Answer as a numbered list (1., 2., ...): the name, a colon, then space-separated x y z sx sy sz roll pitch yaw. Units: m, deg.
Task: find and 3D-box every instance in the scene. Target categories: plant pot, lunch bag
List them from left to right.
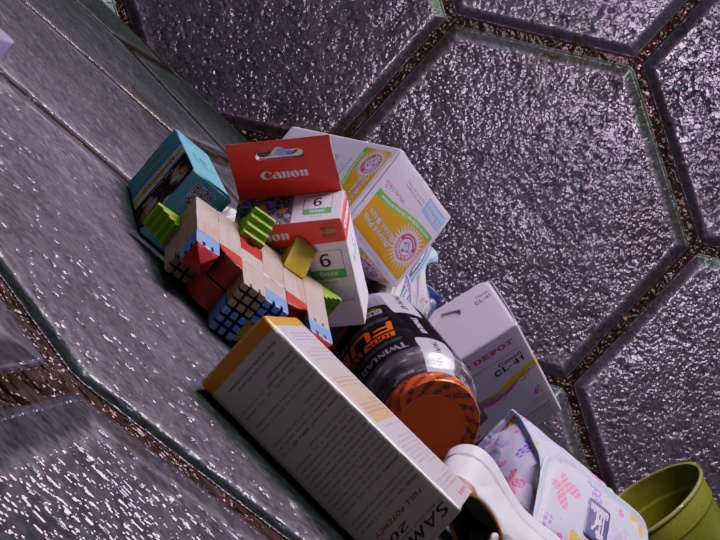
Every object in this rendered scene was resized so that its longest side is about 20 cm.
1. lunch bag: 0.210 0.264 1.575 0.169 0.127 0.200 40 12 -18
2. plant pot: 0.461 0.417 2.157 0.194 0.200 0.200 55 3 -6

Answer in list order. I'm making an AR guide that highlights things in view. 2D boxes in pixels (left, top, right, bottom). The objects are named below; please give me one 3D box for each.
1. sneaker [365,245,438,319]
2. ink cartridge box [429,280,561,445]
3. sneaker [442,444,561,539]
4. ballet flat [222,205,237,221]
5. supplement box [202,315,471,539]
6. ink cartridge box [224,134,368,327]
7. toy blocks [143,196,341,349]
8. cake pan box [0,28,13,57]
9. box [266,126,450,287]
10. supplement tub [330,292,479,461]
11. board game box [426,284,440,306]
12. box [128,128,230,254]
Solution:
1. sneaker: 0.041 0.050 1.632 0.086 0.202 0.077 21 -17 -25
2. ink cartridge box: 0.139 0.129 1.781 0.086 0.147 0.200 58 1 42
3. sneaker: 0.131 0.261 1.372 0.200 0.073 0.085 50 36 -12
4. ballet flat: -0.110 0.004 1.564 0.200 0.068 0.075 45 14 -25
5. supplement box: -0.014 0.128 1.112 0.200 0.074 0.126 44 4 9
6. ink cartridge box: -0.063 -0.032 1.435 0.051 0.108 0.201 -84 166 -49
7. toy blocks: -0.103 0.018 1.345 0.199 0.100 0.137 35 16 -20
8. cake pan box: -0.417 -0.262 1.347 0.200 0.052 0.184 43 6 -1
9. box: -0.018 -0.071 1.604 0.199 0.102 0.113 17 -27 51
10. supplement tub: 0.040 0.111 1.472 0.122 0.123 0.200 41 4 -26
11. board game box: 0.000 0.000 1.772 0.199 0.039 0.158 2 -19 29
12. box: -0.186 -0.079 1.500 0.049 0.082 0.200 40 5 -20
